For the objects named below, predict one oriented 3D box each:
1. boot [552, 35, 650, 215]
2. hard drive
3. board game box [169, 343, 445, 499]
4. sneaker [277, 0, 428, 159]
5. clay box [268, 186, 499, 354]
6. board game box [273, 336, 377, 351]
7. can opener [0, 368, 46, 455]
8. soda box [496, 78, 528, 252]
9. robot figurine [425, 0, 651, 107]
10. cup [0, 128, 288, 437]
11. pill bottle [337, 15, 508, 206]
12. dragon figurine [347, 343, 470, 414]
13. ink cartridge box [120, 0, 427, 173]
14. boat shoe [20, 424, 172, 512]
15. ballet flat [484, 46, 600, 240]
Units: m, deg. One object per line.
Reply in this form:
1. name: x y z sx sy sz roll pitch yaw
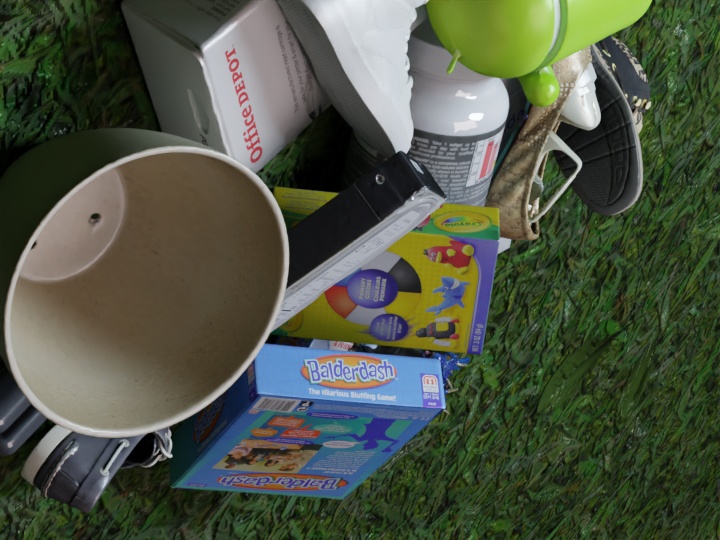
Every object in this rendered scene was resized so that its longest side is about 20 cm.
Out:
1. boot: 0.203 -0.133 1.852 0.073 0.200 0.151 -29 163 19
2. hard drive: -0.034 -0.008 1.545 0.200 0.038 0.140 -35 174 5
3. board game box: -0.045 0.119 1.697 0.152 0.045 0.200 6 152 -23
4. sneaker: 0.023 -0.162 1.485 0.116 0.074 0.200 -46 149 -12
5. clay box: 0.000 0.000 1.675 0.048 0.200 0.115 -88 -178 -52
6. board game box: -0.014 0.062 1.852 0.151 0.037 0.200 18 103 -59
7. can opener: -0.187 0.056 1.564 0.200 0.067 0.053 -48 149 -27
8. soda box: 0.096 -0.101 1.823 0.063 0.068 0.200 -28 139 -40
9. robot figurine: 0.130 -0.208 1.575 0.200 0.116 0.176 -28 124 -34
10. cup: -0.167 -0.013 1.429 0.200 0.143 0.200 -17 123 -27
11. pill bottle: 0.050 -0.103 1.707 0.116 0.116 0.200 -23 137 -44
12. dragon figurine: 0.049 0.080 1.794 0.059 0.099 0.200 -56 167 1
13. ink cartridge box: -0.056 -0.178 1.513 0.200 0.084 0.145 -44 148 -22
14. boat shoe: -0.173 0.131 1.628 0.073 0.063 0.200 -58 166 23
15. ballet flat: 0.153 -0.112 1.755 0.200 0.065 0.071 -68 172 23
